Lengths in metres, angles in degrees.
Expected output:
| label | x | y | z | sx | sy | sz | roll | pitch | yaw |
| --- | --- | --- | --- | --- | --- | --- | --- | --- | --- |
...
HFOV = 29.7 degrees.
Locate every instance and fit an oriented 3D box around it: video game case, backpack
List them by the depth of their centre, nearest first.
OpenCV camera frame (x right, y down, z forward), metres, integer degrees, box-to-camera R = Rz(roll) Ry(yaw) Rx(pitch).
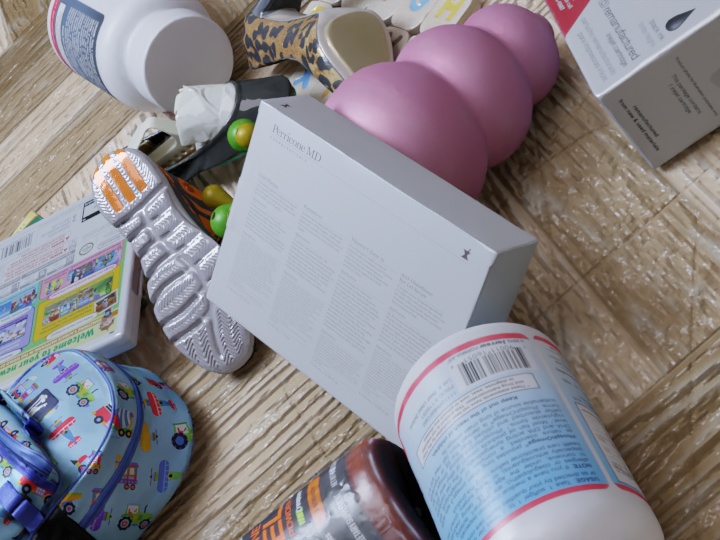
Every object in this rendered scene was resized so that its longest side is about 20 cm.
| label | x | y | z | sx | sy | sz | roll | pitch | yaw |
| --- | --- | --- | --- | --- | --- | --- | --- | --- | --- |
| backpack | -0.228 | 0.146 | 1.002 | 0.200 | 0.135 | 0.182 | -50 | 40 | -6 |
| video game case | -0.261 | 0.022 | 1.147 | 0.199 | 0.022 | 0.183 | -24 | 45 | 24 |

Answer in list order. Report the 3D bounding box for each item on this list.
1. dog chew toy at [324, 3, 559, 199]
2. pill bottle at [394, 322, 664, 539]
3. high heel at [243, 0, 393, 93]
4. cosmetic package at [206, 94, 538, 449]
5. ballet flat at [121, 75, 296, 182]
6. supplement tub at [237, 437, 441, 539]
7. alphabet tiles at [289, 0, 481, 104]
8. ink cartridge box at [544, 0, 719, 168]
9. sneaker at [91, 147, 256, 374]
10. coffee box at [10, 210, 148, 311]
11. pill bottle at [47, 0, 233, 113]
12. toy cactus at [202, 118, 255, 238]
| label | x | y | z | sx | sy | sz | roll | pitch | yaw |
| --- | --- | --- | --- | --- | --- | --- | --- | --- | --- |
| dog chew toy | 0.062 | -0.113 | 0.950 | 0.200 | 0.125 | 0.124 | -42 | 36 | -20 |
| pill bottle | 0.095 | 0.130 | 0.732 | 0.109 | 0.109 | 0.200 | -38 | 40 | 13 |
| high heel | -0.037 | -0.164 | 1.133 | 0.201 | 0.071 | 0.143 | 65 | 145 | 27 |
| cosmetic package | 0.000 | 0.000 | 0.863 | 0.200 | 0.052 | 0.151 | 35 | 123 | 29 |
| ballet flat | -0.143 | -0.114 | 1.157 | 0.200 | 0.068 | 0.068 | -31 | 47 | 34 |
| supplement tub | -0.035 | 0.196 | 0.801 | 0.200 | 0.107 | 0.107 | -40 | 40 | 11 |
| alphabet tiles | 0.014 | -0.210 | 1.151 | 0.196 | 0.015 | 0.200 | -53 | 39 | -5 |
| ink cartridge box | 0.232 | -0.185 | 0.874 | 0.200 | 0.084 | 0.145 | -34 | 41 | 17 |
| sneaker | -0.126 | -0.010 | 1.076 | 0.077 | 0.112 | 0.200 | -33 | 76 | 14 |
| coffee box | -0.279 | 0.032 | 1.206 | 0.123 | 0.044 | 0.200 | -53 | 40 | -4 |
| pill bottle | -0.204 | -0.215 | 1.275 | 0.120 | 0.120 | 0.200 | -52 | 39 | -3 |
| toy cactus | -0.032 | -0.056 | 1.031 | 0.165 | 0.102 | 0.200 | -26 | 39 | -2 |
